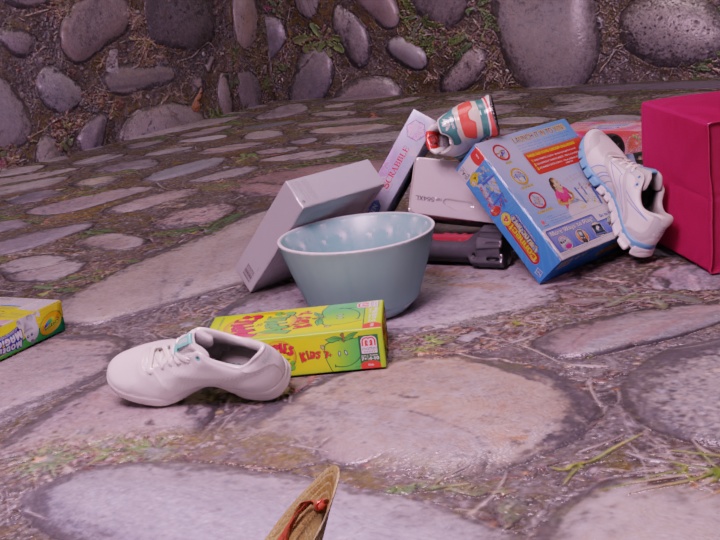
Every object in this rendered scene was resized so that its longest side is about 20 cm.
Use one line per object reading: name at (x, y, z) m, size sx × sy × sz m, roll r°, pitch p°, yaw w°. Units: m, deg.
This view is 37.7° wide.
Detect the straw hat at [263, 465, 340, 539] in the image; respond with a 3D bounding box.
straw hat at (-0.035, 0.214, 0.588) m, size 0.085 × 0.201 × 0.201 m, roll 37°, pitch 17°, yaw -4°

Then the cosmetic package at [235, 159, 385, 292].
cosmetic package at (-0.072, -0.061, 1.471) m, size 0.150 × 0.052 × 0.200 m, roll -17°, pitch -24°, yaw -39°

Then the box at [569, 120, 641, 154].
box at (0.464, -0.216, 1.917) m, size 0.199 × 0.103 × 0.094 m, roll 6°, pitch 20°, yaw 37°

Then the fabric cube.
fabric cube at (0.501, -0.125, 1.388) m, size 0.195 × 0.201 × 0.199 m, roll -8°, pitch 17°, yaw -8°

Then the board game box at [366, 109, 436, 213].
board game box at (0.055, -0.146, 1.624) m, size 0.041 × 0.200 × 0.200 m, roll 30°, pitch 6°, yaw 3°

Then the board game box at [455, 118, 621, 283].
board game box at (0.260, -0.099, 1.432) m, size 0.199 × 0.196 × 0.056 m, roll -19°, pitch -23°, yaw -39°

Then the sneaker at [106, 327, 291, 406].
sneaker at (-0.175, 0.089, 1.082) m, size 0.199 × 0.089 × 0.076 m, roll -4°, pitch 59°, yaw 13°

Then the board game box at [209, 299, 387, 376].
board game box at (-0.071, 0.079, 1.183) m, size 0.199 × 0.048 × 0.102 m, roll -6°, pitch 15°, yaw 4°

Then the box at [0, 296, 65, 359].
box at (-0.491, 0.085, 1.356) m, size 0.117 × 0.049 × 0.200 m, roll 2°, pitch 15°, yaw 28°

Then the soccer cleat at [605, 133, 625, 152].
soccer cleat at (0.334, -0.151, 1.687) m, size 0.200 × 0.068 × 0.073 m, roll -41°, pitch 19°, yaw -5°

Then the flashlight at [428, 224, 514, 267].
flashlight at (0.123, -0.043, 1.509) m, size 0.199 × 0.068 × 0.068 m, roll 1°, pitch 14°, yaw 32°

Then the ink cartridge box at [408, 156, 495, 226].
ink cartridge box at (0.150, -0.112, 1.577) m, size 0.145 × 0.085 × 0.200 m, roll 7°, pitch 0°, yaw 4°

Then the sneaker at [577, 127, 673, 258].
sneaker at (0.362, -0.121, 1.410) m, size 0.075 × 0.201 × 0.087 m, roll -3°, pitch -33°, yaw -30°

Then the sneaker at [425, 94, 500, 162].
sneaker at (0.131, -0.190, 1.471) m, size 0.093 × 0.071 × 0.200 m, roll -13°, pitch -6°, yaw -5°

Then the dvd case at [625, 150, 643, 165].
dvd case at (0.503, -0.149, 1.666) m, size 0.199 × 0.018 × 0.143 m, roll -12°, pitch 44°, yaw 0°

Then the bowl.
bowl at (0.000, 0.000, 1.331) m, size 0.199 × 0.106 × 0.201 m, roll -7°, pitch 14°, yaw 2°
